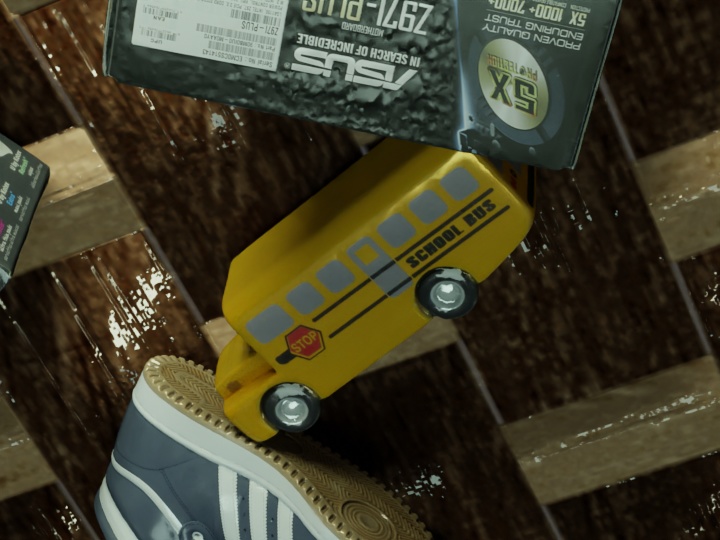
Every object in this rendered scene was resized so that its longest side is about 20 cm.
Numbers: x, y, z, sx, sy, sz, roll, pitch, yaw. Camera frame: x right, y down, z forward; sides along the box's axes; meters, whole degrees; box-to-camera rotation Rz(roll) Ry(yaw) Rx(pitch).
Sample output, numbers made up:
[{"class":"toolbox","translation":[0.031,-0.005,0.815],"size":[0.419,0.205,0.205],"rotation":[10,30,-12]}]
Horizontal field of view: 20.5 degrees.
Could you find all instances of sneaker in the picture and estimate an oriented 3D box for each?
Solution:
[{"class":"sneaker","translation":[-0.053,0.143,1.048],"size":[0.199,0.070,0.109],"rotation":[35,111,14]}]

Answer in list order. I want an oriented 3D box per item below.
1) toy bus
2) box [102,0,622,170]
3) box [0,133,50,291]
[{"class":"toy bus","translation":[0.000,0.000,0.989],"size":[0.200,0.065,0.078],"rotation":[-37,113,25]},{"class":"box","translation":[0.003,-0.136,0.842],"size":[0.198,0.164,0.087],"rotation":[11,124,-4]},{"class":"box","translation":[-0.269,-0.039,0.959],"size":[0.199,0.106,0.122],"rotation":[35,117,-17]}]
